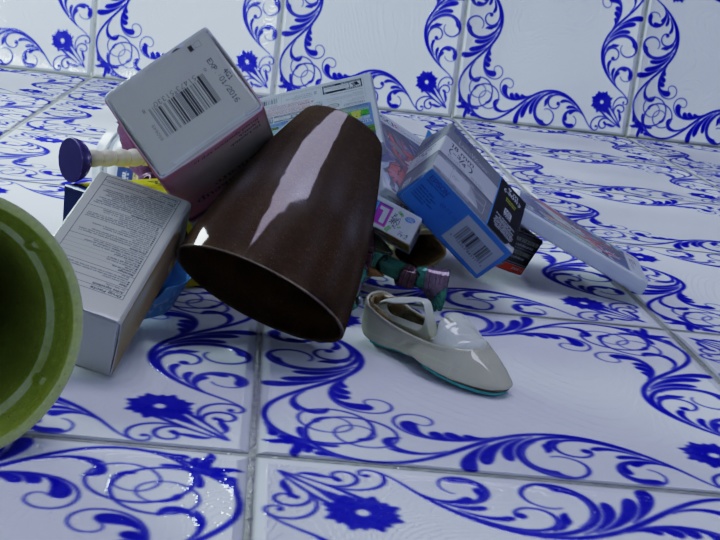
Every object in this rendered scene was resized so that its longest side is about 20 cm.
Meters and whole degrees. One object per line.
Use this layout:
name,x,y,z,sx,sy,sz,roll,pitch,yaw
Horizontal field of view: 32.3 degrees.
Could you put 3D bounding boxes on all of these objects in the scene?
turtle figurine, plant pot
turtle figurine,0.000,0.000,1.438,0.198,0.101,0.150,13,14,-2
plant pot,-0.060,-0.060,1.266,0.186,0.201,0.187,23,-19,8
plant pot,-0.339,0.034,0.981,0.199,0.202,0.184,0,3,-27

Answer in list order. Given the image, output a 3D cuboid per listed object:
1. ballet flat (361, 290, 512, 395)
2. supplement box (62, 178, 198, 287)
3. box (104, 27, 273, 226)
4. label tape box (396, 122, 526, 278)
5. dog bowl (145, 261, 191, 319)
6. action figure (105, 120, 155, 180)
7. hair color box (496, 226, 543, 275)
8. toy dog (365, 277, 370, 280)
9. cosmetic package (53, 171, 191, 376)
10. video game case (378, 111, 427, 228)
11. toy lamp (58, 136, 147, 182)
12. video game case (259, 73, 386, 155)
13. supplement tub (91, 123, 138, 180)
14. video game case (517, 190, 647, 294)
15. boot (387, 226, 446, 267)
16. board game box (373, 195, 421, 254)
ballet flat,0.074,0.066,1.259,0.069,0.070,0.199,-7,20,-44
supplement box,-0.236,-0.043,1.452,0.109,0.110,0.199,18,18,39
box,-0.167,-0.142,1.299,0.128,0.109,0.200,-36,-12,-5
label tape box,0.132,-0.102,1.529,0.144,0.063,0.200,45,31,-13
dog bowl,-0.264,0.010,1.277,0.199,0.050,0.111,-14,47,-45
action figure,-0.253,-0.110,1.579,0.148,0.202,0.134,-11,-13,-8
hair color box,0.144,-0.078,1.709,0.200,0.061,0.101,40,13,33
toy dog,-0.078,-0.049,1.581,0.198,0.097,0.132,6,14,-5
cosmetic package,-0.243,-0.001,1.181,0.104,0.071,0.201,20,38,2
video game case,0.067,-0.122,1.573,0.182,0.023,0.201,29,29,-35
toy lamp,-0.254,-0.134,1.464,0.058,0.059,0.199,19,19,41
video game case,-0.074,-0.171,1.518,0.198,0.022,0.183,-12,35,3
supplement tub,-0.256,-0.127,1.707,0.199,0.146,0.144,15,16,30
video game case,0.295,-0.043,1.694,0.199,0.023,0.182,31,13,2
boot,0.069,-0.047,1.705,0.199,0.073,0.155,10,15,-46
board game box,0.008,-0.070,1.493,0.134,0.034,0.200,28,-1,4
